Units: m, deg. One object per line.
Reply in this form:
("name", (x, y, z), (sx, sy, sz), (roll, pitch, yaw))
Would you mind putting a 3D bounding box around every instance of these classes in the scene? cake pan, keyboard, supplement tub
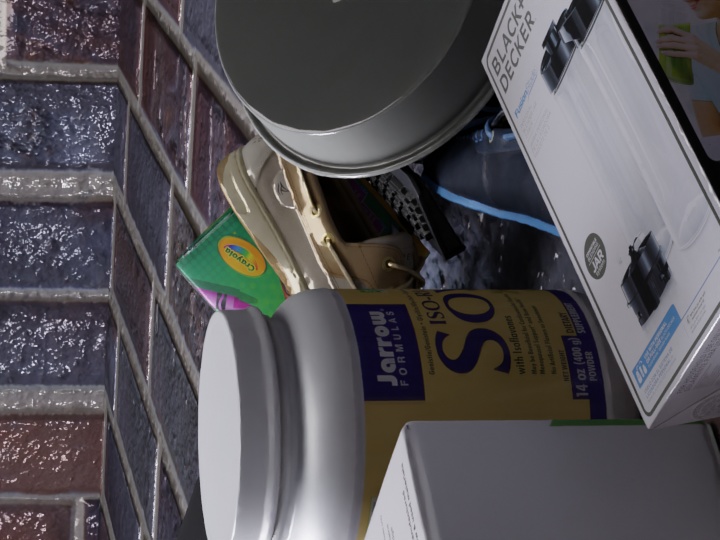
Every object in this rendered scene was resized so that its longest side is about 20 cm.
("cake pan", (0.001, -0.150, 0.964), (0.199, 0.037, 0.203), (-11, 70, 33))
("keyboard", (-0.005, -0.073, 1.057), (0.200, 0.021, 0.127), (50, 178, 36))
("supplement tub", (0.025, 0.081, 0.922), (0.145, 0.198, 0.147), (180, 90, -75))

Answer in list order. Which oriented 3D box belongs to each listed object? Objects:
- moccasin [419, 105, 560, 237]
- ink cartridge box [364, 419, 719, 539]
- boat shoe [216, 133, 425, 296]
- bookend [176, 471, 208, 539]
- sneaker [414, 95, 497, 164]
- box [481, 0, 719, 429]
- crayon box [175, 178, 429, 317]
("moccasin", (0.097, -0.058, 0.928), (0.200, 0.080, 0.069), (21, 105, 60))
("ink cartridge box", (0.073, 0.160, 0.841), (0.201, 0.143, 0.085), (106, 159, -46))
("boat shoe", (0.000, 0.000, 1.029), (0.201, 0.069, 0.074), (53, -161, 5))
("bookend", (-0.004, 0.184, 1.055), (0.199, 0.198, 0.093), (114, 153, -49))
("sneaker", (0.046, -0.112, 1.107), (0.200, 0.077, 0.078), (-122, 43, -64))
("box", (0.123, -0.052, 0.755), (0.117, 0.059, 0.201), (111, 145, -53))
("crayon box", (-0.031, -0.008, 1.157), (0.058, 0.119, 0.200), (-39, 6, 22))
